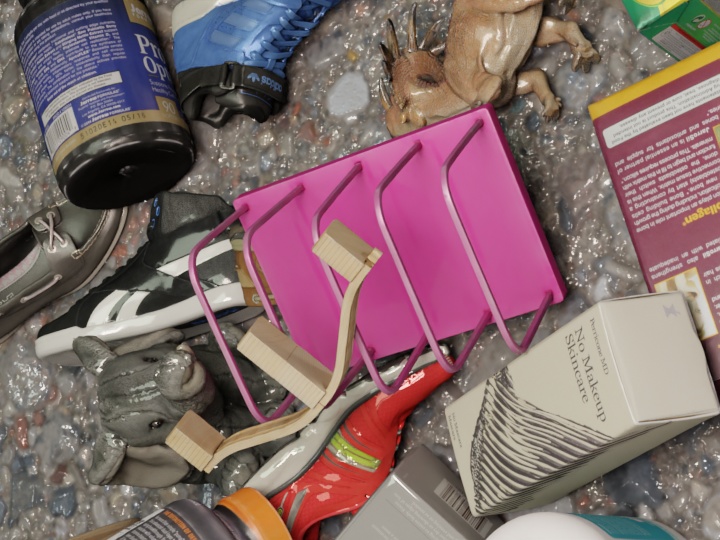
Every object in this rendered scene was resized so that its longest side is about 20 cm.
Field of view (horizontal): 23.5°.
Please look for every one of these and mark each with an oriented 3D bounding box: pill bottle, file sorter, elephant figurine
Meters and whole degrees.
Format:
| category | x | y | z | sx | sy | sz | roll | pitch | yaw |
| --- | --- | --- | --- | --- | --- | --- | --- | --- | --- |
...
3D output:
| category | x | y | z | sx | sy | sz | roll | pitch | yaw |
| --- | --- | --- | --- | --- | --- | --- | --- | --- | --- |
| pill bottle | 0.132 | 0.202 | 1.043 | 0.110 | 0.199 | 0.112 | -6 | 78 | 31 |
| file sorter | 0.008 | 0.003 | 1.125 | 0.198 | 0.125 | 0.140 | -18 | 104 | 24 |
| pill bottle | -0.139 | 0.224 | 1.159 | 0.199 | 0.107 | 0.106 | -29 | 58 | -24 |
| elephant figurine | -0.146 | 0.091 | 1.234 | 0.142 | 0.199 | 0.156 | 45 | 105 | 29 |
| pill bottle | -0.210 | -0.159 | 1.368 | 0.111 | 0.112 | 0.202 | -30 | 68 | 24 |

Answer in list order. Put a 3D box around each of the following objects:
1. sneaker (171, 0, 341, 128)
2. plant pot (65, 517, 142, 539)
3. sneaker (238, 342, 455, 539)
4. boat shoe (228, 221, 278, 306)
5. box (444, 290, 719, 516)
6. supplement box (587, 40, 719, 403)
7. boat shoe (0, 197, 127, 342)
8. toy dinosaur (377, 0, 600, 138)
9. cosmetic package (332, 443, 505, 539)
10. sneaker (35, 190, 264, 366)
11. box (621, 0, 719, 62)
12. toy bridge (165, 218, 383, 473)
| category | x | y | z | sx | sy | sz | roll | pitch | yaw |
| --- | --- | --- | --- | --- | --- | --- | --- | --- | --- |
| sneaker | -0.062 | -0.171 | 1.297 | 0.199 | 0.076 | 0.112 | -17 | 67 | 33 |
| plant pot | -0.225 | 0.299 | 1.271 | 0.199 | 0.200 | 0.176 | -21 | 88 | 27 |
| sneaker | 0.004 | 0.129 | 1.224 | 0.200 | 0.077 | 0.085 | -44 | 83 | 19 |
| boat shoe | 0.000 | 0.000 | 1.238 | 0.198 | 0.076 | 0.075 | 3 | 100 | 26 |
| box | 0.133 | 0.087 | 1.086 | 0.200 | 0.068 | 0.083 | -45 | 56 | 55 |
| supplement box | 0.234 | -0.029 | 1.086 | 0.110 | 0.085 | 0.202 | -25 | 69 | 26 |
| boat shoe | -0.272 | -0.002 | 1.413 | 0.200 | 0.057 | 0.067 | -40 | 64 | 20 |
| toy dinosaur | 0.085 | -0.167 | 1.208 | 0.135 | 0.086 | 0.201 | 38 | 97 | 37 |
| cosmetic package | 0.007 | 0.231 | 1.168 | 0.107 | 0.090 | 0.200 | 42 | 107 | 5 |
| sneaker | -0.166 | 0.001 | 1.345 | 0.198 | 0.073 | 0.113 | -16 | 70 | 20 |
| box | 0.178 | -0.234 | 1.138 | 0.048 | 0.117 | 0.202 | -30 | 67 | 23 |
| toy bridge | -0.044 | 0.058 | 1.078 | 0.067 | 0.027 | 0.200 | 39 | 118 | -1 |
